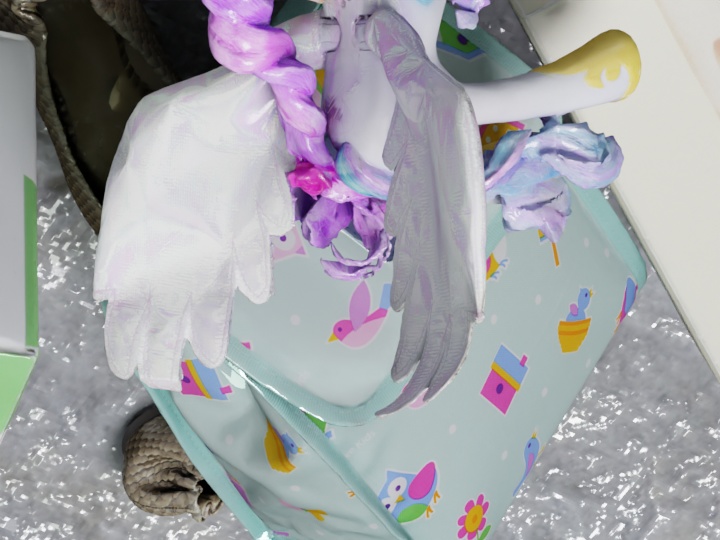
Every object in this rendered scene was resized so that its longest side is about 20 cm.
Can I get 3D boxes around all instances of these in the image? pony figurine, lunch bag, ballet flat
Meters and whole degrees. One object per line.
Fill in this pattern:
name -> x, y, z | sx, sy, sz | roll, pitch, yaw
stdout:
pony figurine -> 0.003, -0.057, 0.824 | 0.200, 0.166, 0.193 | -4, 94, -49
lunch bag -> 0.000, 0.000, 0.958 | 0.170, 0.122, 0.200 | -56, 138, -22
ballet flat -> -0.088, -0.058, 0.979 | 0.067, 0.046, 0.200 | -23, 126, 2
ballet flat -> -0.005, 0.058, 1.089 | 0.200, 0.046, 0.067 | -20, 127, 0

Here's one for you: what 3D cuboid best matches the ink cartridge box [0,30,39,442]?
ink cartridge box -> -0.179, 0.027, 0.934 | 0.084, 0.146, 0.200 | 10, 138, -19

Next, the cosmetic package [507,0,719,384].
cosmetic package -> 0.126, -0.067, 1.000 | 0.087, 0.103, 0.200 | -29, 127, 5
